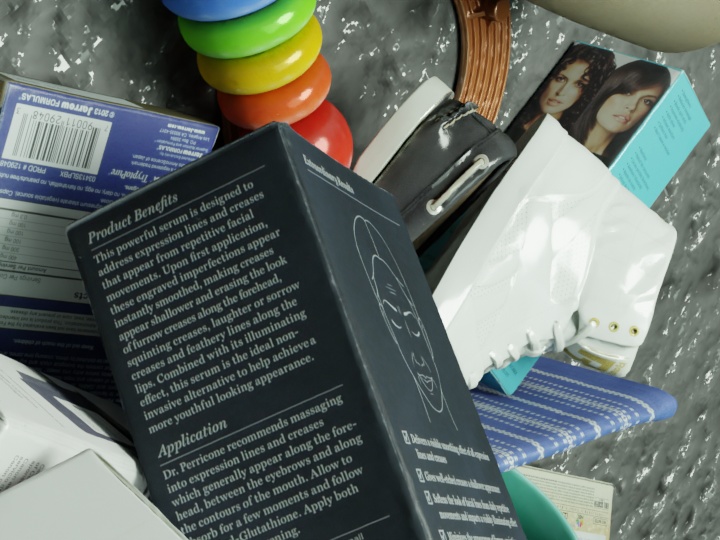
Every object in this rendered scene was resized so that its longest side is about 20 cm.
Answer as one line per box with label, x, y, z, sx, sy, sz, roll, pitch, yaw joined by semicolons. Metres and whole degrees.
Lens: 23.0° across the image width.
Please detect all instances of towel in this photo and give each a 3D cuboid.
towel;0.055;0.082;0.944;0.200;0.145;0.024;-14;108;-39

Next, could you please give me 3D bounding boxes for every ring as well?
ring;0.012;-0.099;0.913;0.200;0.019;0.201;-19;120;-38

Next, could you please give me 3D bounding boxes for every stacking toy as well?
stacking toy;-0.052;-0.113;0.795;0.085;0.085;0.200;-39;131;-26

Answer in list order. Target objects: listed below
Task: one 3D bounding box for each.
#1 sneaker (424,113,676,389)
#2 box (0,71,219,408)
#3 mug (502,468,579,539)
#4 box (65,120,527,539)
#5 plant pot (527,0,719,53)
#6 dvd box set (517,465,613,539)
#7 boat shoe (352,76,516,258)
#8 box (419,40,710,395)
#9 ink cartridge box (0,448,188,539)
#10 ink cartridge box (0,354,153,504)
sneaker;0.083;0.031;0.888;0.115;0.074;0.200;37;75;-6
box;-0.144;0.017;0.799;0.121;0.032;0.201;9;101;-46
mug;0.022;0.171;0.959;0.152;0.185;0.115;-25;152;-48
box;-0.021;0.060;0.751;0.107;0.201;0.148;-24;163;15
plant pot;0.087;-0.208;0.841;0.199;0.187;0.188;3;106;-33
dvd box set;0.097;0.221;1.082;0.146;0.029;0.201;16;76;-46
boat shoe;0.000;0.000;0.879;0.200;0.060;0.074;-53;171;6
box;0.103;-0.033;0.986;0.200;0.082;0.049;-52;135;-15
ink cartridge box;-0.137;0.180;0.629;0.147;0.086;0.200;-26;144;-41
ink cartridge box;-0.157;0.113;0.710;0.145;0.084;0.200;-53;155;-1
